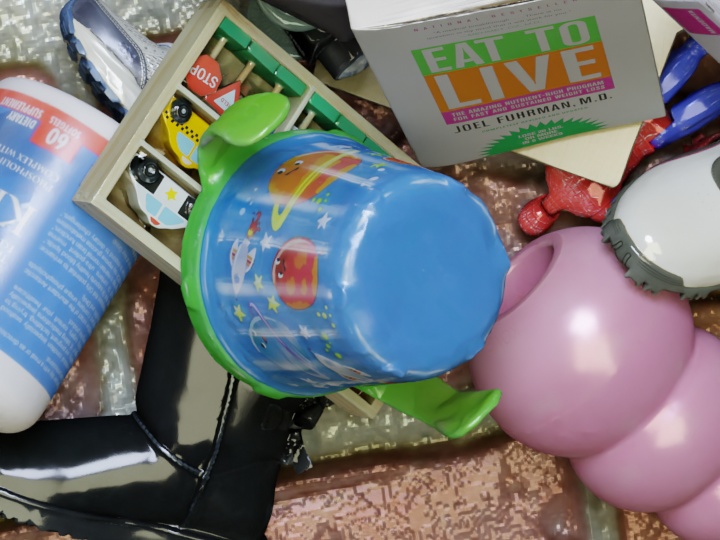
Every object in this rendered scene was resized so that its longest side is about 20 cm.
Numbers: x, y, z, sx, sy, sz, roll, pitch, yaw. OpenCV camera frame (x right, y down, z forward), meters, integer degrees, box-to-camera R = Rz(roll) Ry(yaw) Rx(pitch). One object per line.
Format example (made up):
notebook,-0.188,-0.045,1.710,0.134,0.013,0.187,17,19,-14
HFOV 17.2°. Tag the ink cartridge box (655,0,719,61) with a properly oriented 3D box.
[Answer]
ink cartridge box,0.221,-0.188,1.161,0.119,0.042,0.201,36,74,-39

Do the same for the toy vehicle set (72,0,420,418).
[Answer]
toy vehicle set,-0.037,-0.029,1.221,0.200,0.026,0.125,38,74,-27

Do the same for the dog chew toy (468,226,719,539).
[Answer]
dog chew toy,0.151,0.070,1.272,0.200,0.125,0.125,43,93,-16

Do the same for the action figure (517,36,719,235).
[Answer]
action figure,0.164,-0.086,1.284,0.200,0.052,0.066,-40,93,5

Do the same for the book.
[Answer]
book,0.074,-0.109,1.153,0.133,0.200,0.048,-14,73,8

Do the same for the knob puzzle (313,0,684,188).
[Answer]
knob puzzle,0.088,-0.166,1.270,0.218,0.030,0.221,0,87,9

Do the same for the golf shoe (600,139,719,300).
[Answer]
golf shoe,0.210,-0.052,1.234,0.199,0.088,0.077,-23,67,-32

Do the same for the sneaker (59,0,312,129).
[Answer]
sneaker,-0.073,-0.086,1.262,0.200,0.077,0.085,42,84,-16

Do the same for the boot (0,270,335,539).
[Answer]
boot,-0.111,0.066,1.272,0.197,0.073,0.163,16,99,-13

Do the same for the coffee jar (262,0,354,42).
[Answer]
coffee jar,-0.002,-0.214,1.159,0.104,0.085,0.201,27,68,1

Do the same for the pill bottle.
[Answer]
pill bottle,-0.189,0.012,1.211,0.112,0.112,0.201,32,74,-8

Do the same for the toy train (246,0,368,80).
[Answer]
toy train,-0.038,-0.197,1.231,0.114,0.085,0.200,-36,84,-11

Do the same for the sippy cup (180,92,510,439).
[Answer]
sippy cup,0.000,0.000,1.153,0.177,0.130,0.141,15,86,-31
